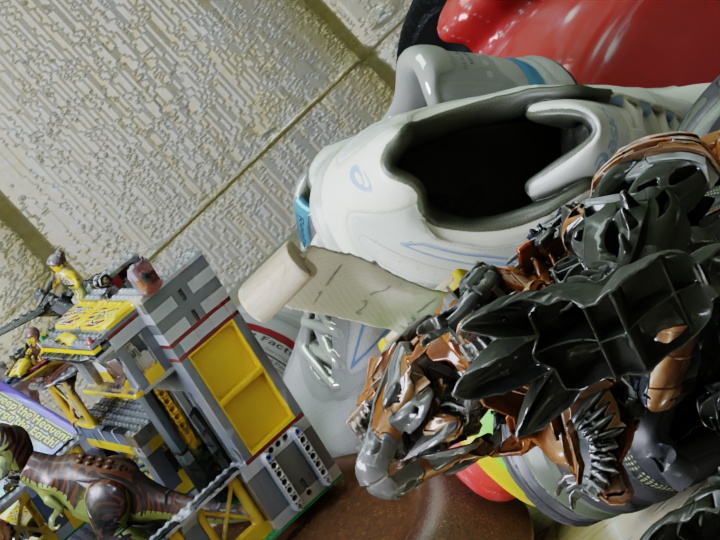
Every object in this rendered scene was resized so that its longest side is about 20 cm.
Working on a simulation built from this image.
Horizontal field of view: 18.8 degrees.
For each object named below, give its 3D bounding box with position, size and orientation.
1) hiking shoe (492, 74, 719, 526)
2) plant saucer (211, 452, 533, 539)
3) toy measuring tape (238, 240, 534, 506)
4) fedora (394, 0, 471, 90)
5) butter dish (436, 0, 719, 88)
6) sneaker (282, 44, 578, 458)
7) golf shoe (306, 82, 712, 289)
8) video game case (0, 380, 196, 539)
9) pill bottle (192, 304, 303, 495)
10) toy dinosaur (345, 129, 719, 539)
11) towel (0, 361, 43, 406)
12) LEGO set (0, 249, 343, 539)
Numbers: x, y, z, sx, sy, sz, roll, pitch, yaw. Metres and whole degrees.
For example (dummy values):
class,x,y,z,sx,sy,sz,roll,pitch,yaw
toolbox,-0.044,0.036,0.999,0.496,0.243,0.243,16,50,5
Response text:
class,x,y,z,sx,sy,sz,roll,pitch,yaw
hiking shoe,0.129,-0.003,0.655,0.200,0.076,0.100,-54,20,-21
plant saucer,-0.035,0.122,0.740,0.199,0.035,0.200,-29,18,10
toy measuring tape,0.038,0.037,0.686,0.074,0.074,0.200,-41,-28,19
fedora,0.093,-0.076,1.135,0.091,0.202,0.200,-10,-6,-19
butter dish,0.092,-0.065,0.901,0.200,0.148,0.200,-46,6,-35
sneaker,0.000,0.000,0.816,0.075,0.086,0.201,43,112,47
golf shoe,0.083,-0.029,0.728,0.199,0.079,0.097,-10,-11,-14
video game case,-0.140,0.153,0.874,0.199,0.046,0.181,25,62,39
pill bottle,-0.068,0.091,1.057,0.112,0.112,0.200,-40,6,32
toy dinosaur,0.074,0.003,0.557,0.200,0.102,0.136,-56,11,28
towel,-0.182,0.153,1.006,0.034,0.201,0.132,7,28,41
LEGO set,-0.112,0.060,0.781,0.153,0.116,0.200,-38,19,-17
